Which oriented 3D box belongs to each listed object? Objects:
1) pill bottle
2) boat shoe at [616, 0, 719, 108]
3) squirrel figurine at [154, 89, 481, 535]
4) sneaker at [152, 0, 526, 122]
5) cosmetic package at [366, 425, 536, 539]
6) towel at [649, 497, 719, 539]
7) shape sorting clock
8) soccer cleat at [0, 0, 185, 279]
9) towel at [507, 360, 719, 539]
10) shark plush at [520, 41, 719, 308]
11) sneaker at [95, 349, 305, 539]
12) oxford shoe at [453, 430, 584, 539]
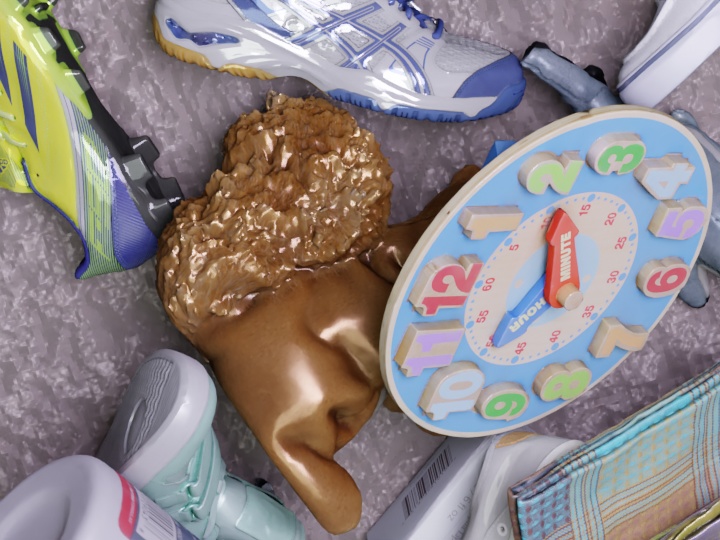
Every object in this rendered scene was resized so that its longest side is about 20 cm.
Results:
[{"bbox_3d":[-0.104,0.197,1.247,0.120,0.120,0.200,-43,116,9],"label":"pill bottle"},{"bbox_3d":[0.182,-0.181,1.269,0.086,0.075,0.202,39,92,-3],"label":"boat shoe"},{"bbox_3d":[0.000,0.000,1.284,0.187,0.142,0.200,-36,106,1],"label":"squirrel figurine"},{"bbox_3d":[-0.005,-0.135,1.276,0.200,0.075,0.088,13,104,-6],"label":"sneaker"},{"bbox_3d":[0.114,0.176,1.361,0.200,0.081,0.113,36,99,-10],"label":"cosmetic package"},{"bbox_3d":[0.163,0.214,1.292,0.144,0.023,0.200,-31,130,-10],"label":"towel"},{"bbox_3d":[0.096,0.005,1.219,0.200,0.039,0.200,-20,136,-21],"label":"shape sorting clock"},{"bbox_3d":[-0.173,-0.083,1.290,0.084,0.065,0.200,-30,104,13],"label":"soccer cleat"},{"bbox_3d":[0.168,0.122,1.276,0.200,0.022,0.147,-28,129,-21],"label":"towel"},{"bbox_3d":[0.172,-0.058,1.299,0.091,0.083,0.200,-35,104,7],"label":"shark plush"},{"bbox_3d":[-0.075,0.107,1.298,0.118,0.200,0.074,18,62,-9],"label":"sneaker"},{"bbox_3d":[0.070,0.169,1.291,0.058,0.075,0.200,33,114,35],"label":"oxford shoe"}]
